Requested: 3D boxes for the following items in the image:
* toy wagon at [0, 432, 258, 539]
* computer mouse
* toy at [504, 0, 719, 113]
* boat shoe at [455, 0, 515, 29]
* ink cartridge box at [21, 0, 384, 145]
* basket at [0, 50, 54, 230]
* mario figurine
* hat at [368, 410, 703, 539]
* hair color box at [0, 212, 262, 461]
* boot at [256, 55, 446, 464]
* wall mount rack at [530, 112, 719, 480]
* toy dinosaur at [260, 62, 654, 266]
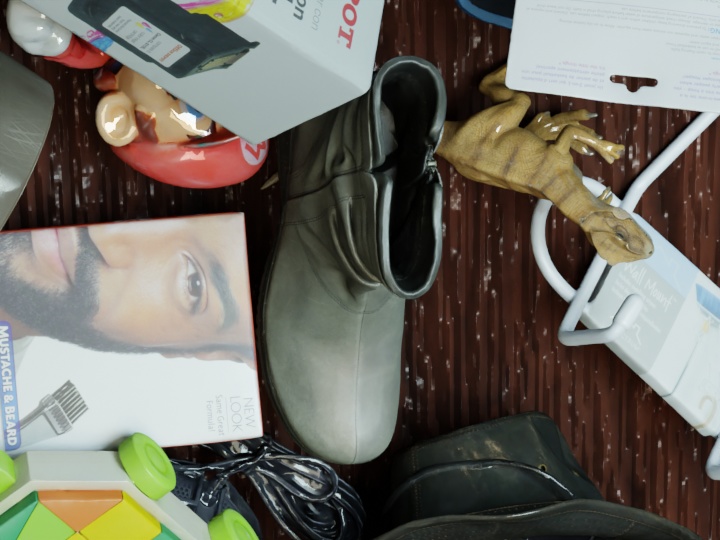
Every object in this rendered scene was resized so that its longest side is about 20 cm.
[{"bbox_3d":[-0.148,0.140,1.410,0.155,0.040,0.200,-36,126,14],"label":"toy wagon"},{"bbox_3d":[-0.103,0.155,1.513,0.138,0.053,0.200,39,90,-24],"label":"computer mouse"},{"bbox_3d":[0.136,-0.165,1.370,0.114,0.047,0.201,7,76,6],"label":"toy"},{"bbox_3d":[0.145,-0.131,1.415,0.199,0.084,0.069,13,98,-14],"label":"boat shoe"},{"bbox_3d":[-0.080,-0.170,1.298,0.199,0.147,0.083,31,144,-33],"label":"ink cartridge box"},{"bbox_3d":[-0.248,-0.083,1.316,0.199,0.180,0.136,30,101,-21],"label":"basket"},{"bbox_3d":[-0.095,-0.126,1.365,0.123,0.106,0.201,-31,113,2],"label":"mario figurine"},{"bbox_3d":[0.070,0.115,1.500,0.199,0.201,0.081,-6,70,-7],"label":"hat"},{"bbox_3d":[-0.151,0.034,1.426,0.198,0.064,0.112,-6,91,-8],"label":"hair color box"},{"bbox_3d":[0.000,0.000,1.362,0.067,0.131,0.202,-4,98,-17],"label":"boot"},{"bbox_3d":[0.186,0.000,1.487,0.200,0.074,0.174,41,63,-23],"label":"wall mount rack"},{"bbox_3d":[0.059,-0.062,1.431,0.106,0.199,0.061,-43,139,-39],"label":"toy dinosaur"}]
